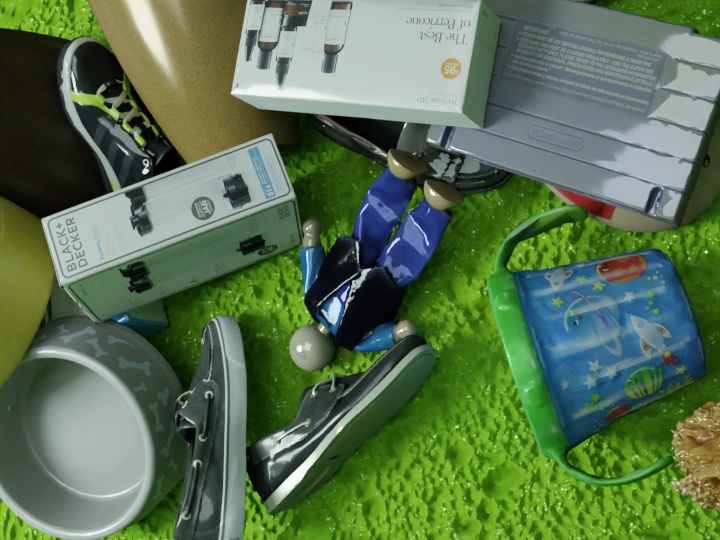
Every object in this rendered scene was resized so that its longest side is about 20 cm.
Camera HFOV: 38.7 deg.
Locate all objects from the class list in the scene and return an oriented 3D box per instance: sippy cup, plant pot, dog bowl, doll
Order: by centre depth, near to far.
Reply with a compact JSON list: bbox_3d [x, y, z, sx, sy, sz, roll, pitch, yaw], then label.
[{"bbox_3d":[0.171,0.049,0.733,0.128,0.140,0.181,-18,106,10],"label":"sippy cup"},{"bbox_3d":[0.000,0.000,0.844,0.136,0.048,0.202,41,113,19],"label":"doll"},{"bbox_3d":[-0.394,0.002,0.864,0.198,0.188,0.204,-23,51,31],"label":"plant pot"},{"bbox_3d":[-0.128,-0.190,0.885,0.184,0.186,0.204,-19,89,20],"label":"plant pot"},{"bbox_3d":[-0.249,0.144,0.903,0.196,0.059,0.204,4,105,13],"label":"dog bowl"},{"bbox_3d":[-0.324,-0.144,0.942,0.183,0.199,0.191,-4,81,24],"label":"plant pot"}]

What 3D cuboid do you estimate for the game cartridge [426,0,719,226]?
[{"bbox_3d":[0.155,-0.124,0.732,0.197,0.038,0.132,22,90,28],"label":"game cartridge"}]

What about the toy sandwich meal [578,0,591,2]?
[{"bbox_3d":[0.168,-0.316,0.814,0.201,0.070,0.210,-4,81,24],"label":"toy sandwich meal"}]

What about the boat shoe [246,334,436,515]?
[{"bbox_3d":[-0.022,0.115,0.835,0.200,0.071,0.068,-44,65,18],"label":"boat shoe"}]

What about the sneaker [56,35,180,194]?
[{"bbox_3d":[-0.196,-0.118,0.918,0.082,0.072,0.203,-4,118,36],"label":"sneaker"}]

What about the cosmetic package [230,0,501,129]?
[{"bbox_3d":[0.000,-0.160,0.770,0.197,0.050,0.084,9,89,27],"label":"cosmetic package"}]

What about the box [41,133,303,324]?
[{"bbox_3d":[-0.150,-0.032,0.853,0.197,0.117,0.061,-22,73,-6],"label":"box"}]

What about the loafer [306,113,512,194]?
[{"bbox_3d":[0.032,-0.115,0.850,0.197,0.063,0.073,21,91,26],"label":"loafer"}]

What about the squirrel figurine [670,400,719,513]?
[{"bbox_3d":[0.287,0.079,0.637,0.140,0.186,0.202,33,96,24],"label":"squirrel figurine"}]

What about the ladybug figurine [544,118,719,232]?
[{"bbox_3d":[0.185,-0.116,0.775,0.200,0.072,0.136,43,101,24],"label":"ladybug figurine"}]

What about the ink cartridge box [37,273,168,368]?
[{"bbox_3d":[-0.291,0.037,0.973,0.198,0.068,0.118,-27,72,19],"label":"ink cartridge box"}]

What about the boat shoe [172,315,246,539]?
[{"bbox_3d":[-0.128,0.129,0.858,0.055,0.069,0.203,5,60,-18],"label":"boat shoe"}]
